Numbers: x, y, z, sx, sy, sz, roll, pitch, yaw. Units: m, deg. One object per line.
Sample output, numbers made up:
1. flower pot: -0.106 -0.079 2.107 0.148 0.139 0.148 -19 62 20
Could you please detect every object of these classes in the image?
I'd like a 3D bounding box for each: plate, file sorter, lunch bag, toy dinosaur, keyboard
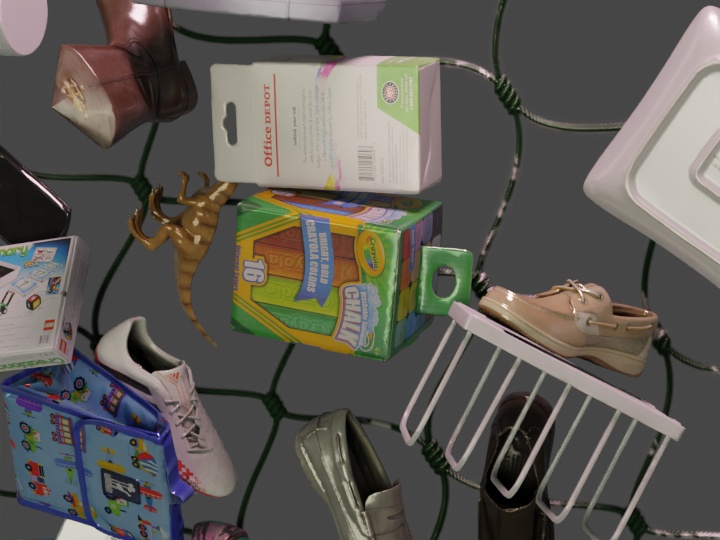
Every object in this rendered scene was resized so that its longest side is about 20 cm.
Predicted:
1. plate: 0.315 -0.087 1.437 0.199 0.032 0.200 37 113 10
2. file sorter: 0.144 0.130 1.443 0.200 0.139 0.125 28 91 -3
3. lunch bag: -0.238 0.181 1.649 0.200 0.094 0.151 21 129 29
4. toy dinosaur: -0.165 -0.027 1.627 0.106 0.060 0.200 24 111 13
5. keyboard: -0.386 -0.074 1.725 0.200 0.021 0.127 41 113 9

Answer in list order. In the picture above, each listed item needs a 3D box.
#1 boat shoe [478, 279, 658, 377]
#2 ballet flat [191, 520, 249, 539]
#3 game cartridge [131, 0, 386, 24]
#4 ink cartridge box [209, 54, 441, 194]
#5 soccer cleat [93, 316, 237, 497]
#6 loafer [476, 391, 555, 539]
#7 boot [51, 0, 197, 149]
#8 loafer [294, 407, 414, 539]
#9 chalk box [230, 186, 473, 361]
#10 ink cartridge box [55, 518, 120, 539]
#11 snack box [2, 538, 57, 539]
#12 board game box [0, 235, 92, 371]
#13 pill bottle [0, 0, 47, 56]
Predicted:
1. boat shoe: 0.179 0.037 1.445 0.072 0.200 0.065 31 99 49
2. ballet flat: -0.154 0.344 1.720 0.071 0.069 0.200 16 106 36
3. game cartridge: -0.092 -0.243 1.503 0.200 0.133 0.042 9 99 19
4. ink cartridge box: -0.031 -0.134 1.542 0.200 0.067 0.117 4 105 20
5. soccer cleat: -0.183 0.134 1.669 0.200 0.069 0.085 51 130 8
6. loafer: 0.135 0.213 1.562 0.073 0.071 0.200 4 105 21
7. boot: -0.232 -0.205 1.530 0.064 0.200 0.187 -29 92 25
8. loafer: 0.011 0.224 1.615 0.070 0.070 0.200 -32 90 34
9. chalk box: 0.000 0.000 1.533 0.200 0.124 0.125 9 107 19
10. ink cartridge box: -0.282 0.344 1.743 0.109 0.050 0.200 26 101 -1
11. snack box: -0.389 0.347 1.823 0.200 0.037 0.116 -5 102 23
12. board game box: -0.365 0.038 1.676 0.200 0.035 0.126 -7 59 23
13. pill bottle: -0.407 -0.249 1.638 0.200 0.113 0.113 4 105 20
